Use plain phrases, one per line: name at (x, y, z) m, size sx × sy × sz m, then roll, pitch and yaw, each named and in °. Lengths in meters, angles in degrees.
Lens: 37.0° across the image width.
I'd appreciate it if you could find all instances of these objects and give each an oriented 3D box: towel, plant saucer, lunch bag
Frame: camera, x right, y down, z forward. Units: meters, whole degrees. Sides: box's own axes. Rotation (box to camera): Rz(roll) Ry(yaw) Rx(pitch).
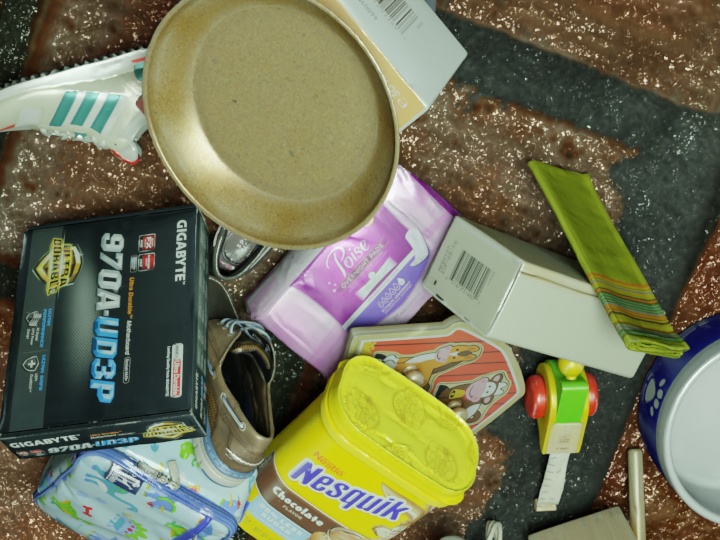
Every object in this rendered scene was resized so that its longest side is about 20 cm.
towel at (0.214, -0.014, 0.936) m, size 0.085 × 0.202 × 0.018 m, roll 12°, pitch 135°, yaw -43°
plant saucer at (-0.060, -0.111, 0.765) m, size 0.197 × 0.036 × 0.203 m, roll 11°, pitch 124°, yaw 17°
lunch bag at (-0.191, 0.194, 0.955) m, size 0.160 × 0.083 × 0.200 m, roll 34°, pitch 142°, yaw -17°

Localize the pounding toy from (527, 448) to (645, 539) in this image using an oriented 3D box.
pounding toy at (0.256, 0.323, 1.060) m, size 0.140 × 0.201 × 0.186 m, roll -17°, pitch 122°, yaw -1°

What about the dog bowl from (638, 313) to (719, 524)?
dog bowl at (0.380, 0.146, 1.064) m, size 0.197 × 0.079 × 0.203 m, roll -2°, pitch 106°, yaw -6°

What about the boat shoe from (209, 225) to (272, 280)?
boat shoe at (-0.070, -0.073, 0.957) m, size 0.066 × 0.057 × 0.201 m, roll 33°, pitch 100°, yaw -14°

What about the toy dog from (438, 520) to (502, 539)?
toy dog at (0.078, 0.347, 1.079) m, size 0.095 × 0.132 × 0.203 m, roll 5°, pitch 100°, yaw 24°

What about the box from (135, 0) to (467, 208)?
box at (-0.047, -0.147, 0.826) m, size 0.152 × 0.107 × 0.199 m, roll 47°, pitch 127°, yaw -10°

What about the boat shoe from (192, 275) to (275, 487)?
boat shoe at (-0.107, 0.080, 0.917) m, size 0.072 × 0.202 × 0.072 m, roll 18°, pitch 133°, yaw -43°

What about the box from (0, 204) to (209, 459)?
box at (-0.206, 0.048, 0.889) m, size 0.156 × 0.202 × 0.046 m, roll -7°, pitch 147°, yaw 5°

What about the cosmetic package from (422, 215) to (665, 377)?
cosmetic package at (0.164, 0.026, 0.951) m, size 0.198 × 0.103 × 0.074 m, roll 15°, pitch 106°, yaw -39°

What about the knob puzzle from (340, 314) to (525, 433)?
knob puzzle at (0.068, 0.122, 1.002) m, size 0.216 × 0.031 × 0.222 m, roll -12°, pitch 135°, yaw -12°

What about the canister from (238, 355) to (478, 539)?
canister at (-0.012, 0.184, 0.961) m, size 0.148 × 0.087 × 0.200 m, roll 34°, pitch 129°, yaw -13°

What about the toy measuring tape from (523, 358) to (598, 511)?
toy measuring tape at (0.192, 0.150, 1.063) m, size 0.072 × 0.074 × 0.202 m, roll -2°, pitch 129°, yaw -6°

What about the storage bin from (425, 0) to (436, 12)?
storage bin at (-0.004, -0.286, 0.866) m, size 0.132 × 0.146 × 0.202 m, roll 7°, pitch 122°, yaw 8°

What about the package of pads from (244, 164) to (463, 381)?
package of pads at (0.000, 0.000, 0.977) m, size 0.120 × 0.076 × 0.200 m, roll 40°, pitch 99°, yaw -20°

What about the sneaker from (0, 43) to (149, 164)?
sneaker at (-0.229, -0.129, 0.915) m, size 0.197 × 0.070 × 0.095 m, roll -17°, pitch 102°, yaw -5°
